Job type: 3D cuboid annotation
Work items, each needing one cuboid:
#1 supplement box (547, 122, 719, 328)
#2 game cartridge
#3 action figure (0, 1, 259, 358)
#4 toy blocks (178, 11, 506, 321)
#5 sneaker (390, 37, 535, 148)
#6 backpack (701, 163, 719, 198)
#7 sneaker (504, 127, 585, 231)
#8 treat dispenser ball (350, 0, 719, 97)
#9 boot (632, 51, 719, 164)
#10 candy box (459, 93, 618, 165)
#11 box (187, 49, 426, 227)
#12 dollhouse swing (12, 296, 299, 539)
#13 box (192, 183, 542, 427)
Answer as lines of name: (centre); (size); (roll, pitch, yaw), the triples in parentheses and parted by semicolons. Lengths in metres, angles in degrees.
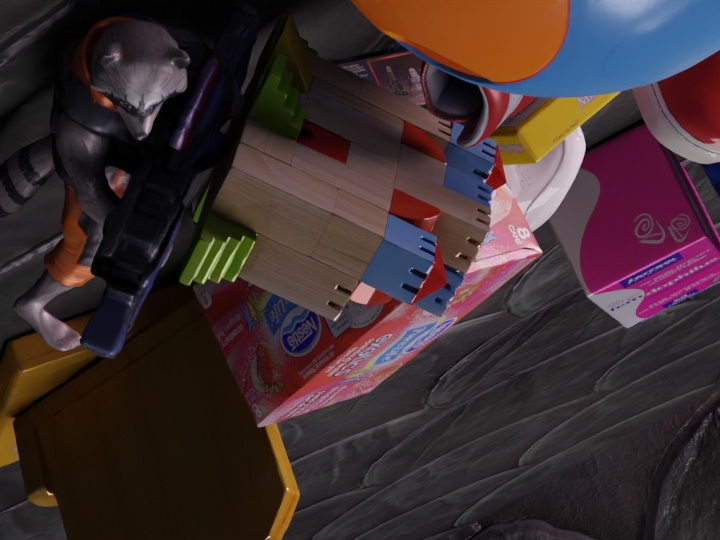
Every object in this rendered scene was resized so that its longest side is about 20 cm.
supplement box: (0.211, -0.031, 1.754); (0.101, 0.103, 0.200); (-27, 164, 11)
game cartridge: (-0.175, 0.070, 1.585); (0.176, 0.032, 0.200); (-19, 166, -24)
action figure: (-0.128, -0.042, 1.072); (0.194, 0.105, 0.200); (-56, -169, 51)
toy blocks: (0.000, -0.034, 1.091); (0.100, 0.137, 0.200); (-61, -172, 28)
sneaker: (0.066, -0.116, 1.152); (0.112, 0.071, 0.200); (-34, -174, -7)
backpack: (0.346, -0.064, 1.664); (0.162, 0.200, 0.168); (-21, 166, -20)
sneaker: (0.053, -0.044, 1.476); (0.200, 0.075, 0.100); (-28, 167, 8)
treat dispenser ball: (0.071, -0.162, 0.810); (0.201, 0.201, 0.201); (-24, 166, -6)
boot: (0.197, -0.159, 1.102); (0.072, 0.200, 0.144); (22, 151, -18)
candy box: (0.135, -0.123, 1.243); (0.200, 0.026, 0.102); (-40, -166, -19)
box: (0.010, -0.081, 1.340); (0.200, 0.040, 0.137); (-15, 162, -35)
dollhouse swing: (-0.098, 0.126, 1.520); (0.200, 0.176, 0.182); (-34, 163, 21)
box: (0.000, 0.000, 1.327); (0.095, 0.100, 0.200); (-14, 162, -38)
